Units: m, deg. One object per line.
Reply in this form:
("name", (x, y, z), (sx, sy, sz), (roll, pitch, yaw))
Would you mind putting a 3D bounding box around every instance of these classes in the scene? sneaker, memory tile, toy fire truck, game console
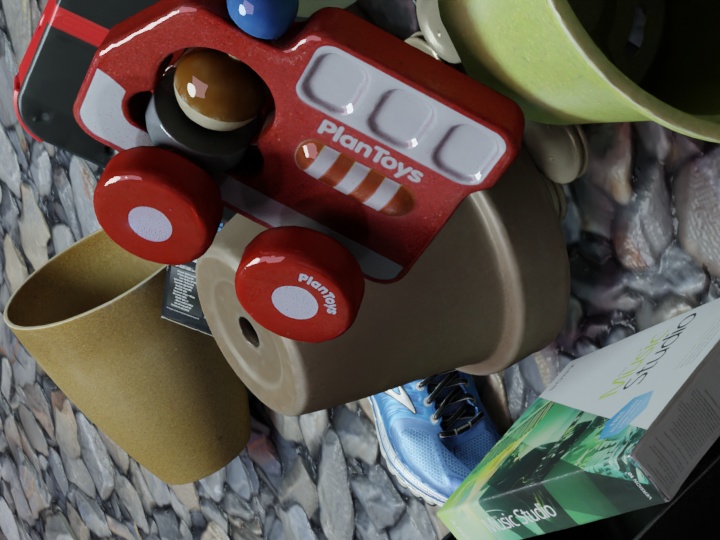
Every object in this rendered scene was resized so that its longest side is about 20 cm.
("sneaker", (0.042, 0.077, 1.093), (0.201, 0.078, 0.089), (53, 149, 24))
("memory tile", (0.071, -0.071, 0.983), (0.154, 0.017, 0.201), (50, 153, 21))
("toy fire truck", (-0.036, -0.072, 0.794), (0.199, 0.113, 0.168), (29, 138, -8))
("game console", (-0.111, -0.126, 1.028), (0.178, 0.199, 0.031), (-58, 17, 30))

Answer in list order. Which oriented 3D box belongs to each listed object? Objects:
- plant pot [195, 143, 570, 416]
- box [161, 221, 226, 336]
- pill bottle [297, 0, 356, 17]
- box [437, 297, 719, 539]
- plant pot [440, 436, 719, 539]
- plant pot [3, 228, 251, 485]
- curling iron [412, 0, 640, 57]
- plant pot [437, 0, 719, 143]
("plant pot", (0.000, 0.000, 0.968), (0.200, 0.174, 0.201), (43, 151, 32))
("box", (-0.069, -0.046, 1.155), (0.199, 0.049, 0.201), (14, 98, 53))
("pill bottle", (-0.058, -0.217, 0.840), (0.200, 0.112, 0.114), (-126, 30, -44))
("box", (0.138, 0.083, 0.875), (0.036, 0.144, 0.200), (48, 149, -4))
("plant pot", (0.152, 0.214, 0.913), (0.178, 0.200, 0.199), (57, 151, -9))
("plant pot", (-0.178, 0.078, 1.370), (0.186, 0.186, 0.201), (11, 132, 55))
("curling iron", (0.092, -0.148, 0.915), (0.199, 0.025, 0.050), (29, 138, 47))
("plant pot", (0.126, -0.145, 0.728), (0.202, 0.199, 0.184), (69, 162, -4))
